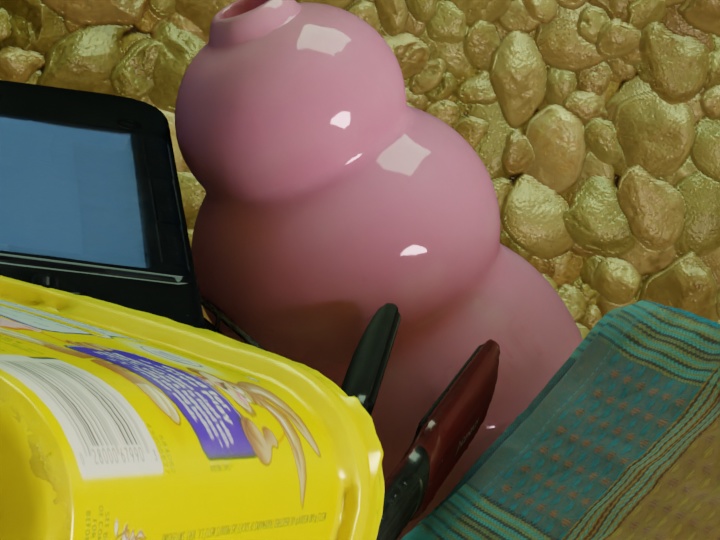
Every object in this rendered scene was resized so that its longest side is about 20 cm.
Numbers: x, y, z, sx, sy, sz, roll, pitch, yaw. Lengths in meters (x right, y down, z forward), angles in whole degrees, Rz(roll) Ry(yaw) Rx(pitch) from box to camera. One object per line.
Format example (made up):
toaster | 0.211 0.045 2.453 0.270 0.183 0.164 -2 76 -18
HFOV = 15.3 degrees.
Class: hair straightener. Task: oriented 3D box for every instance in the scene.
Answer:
hair straightener | -0.018 0.059 0.770 0.077 0.041 0.200 21 28 8

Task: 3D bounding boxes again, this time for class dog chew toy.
dog chew toy | 0.000 0.000 0.910 0.124 0.201 0.125 -20 20 7

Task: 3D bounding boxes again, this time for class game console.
game console | -0.129 -0.067 0.797 0.170 0.119 0.200 7 23 -11

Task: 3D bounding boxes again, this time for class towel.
towel | 0.076 0.072 0.746 0.022 0.147 0.200 49 -11 -19

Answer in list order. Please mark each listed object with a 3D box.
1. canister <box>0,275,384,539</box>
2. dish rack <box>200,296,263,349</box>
canister | -0.092 0.047 0.593 0.148 0.087 0.200 16 1 16
dish rack | -0.128 0.015 0.823 0.199 0.055 0.153 -9 31 -38
